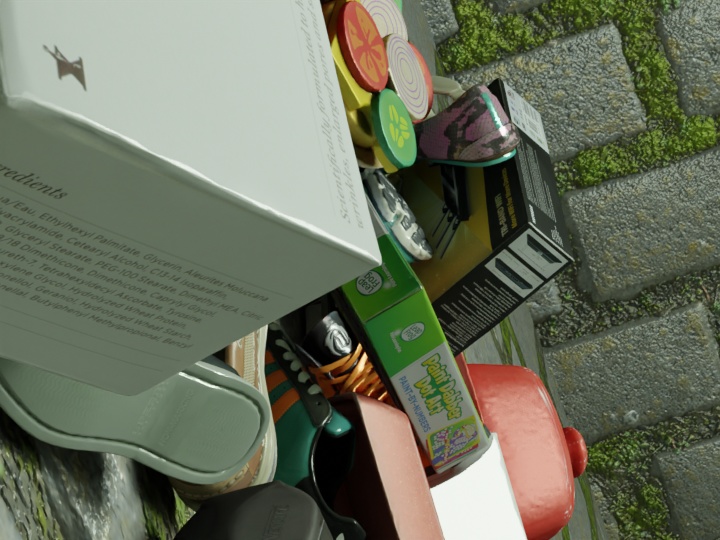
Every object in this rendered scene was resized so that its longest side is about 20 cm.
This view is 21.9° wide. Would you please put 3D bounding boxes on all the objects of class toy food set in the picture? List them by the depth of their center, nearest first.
[{"bbox_3d":[-0.009,-0.162,1.235,0.199,0.048,0.201,58,27,-30],"label":"toy food set"}]

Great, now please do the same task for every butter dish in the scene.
[{"bbox_3d":[0.119,0.161,1.546,0.200,0.147,0.201,127,-48,-64],"label":"butter dish"}]

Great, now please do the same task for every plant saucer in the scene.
[{"bbox_3d":[0.015,0.173,1.153,0.200,0.036,0.201,153,-80,-72],"label":"plant saucer"}]

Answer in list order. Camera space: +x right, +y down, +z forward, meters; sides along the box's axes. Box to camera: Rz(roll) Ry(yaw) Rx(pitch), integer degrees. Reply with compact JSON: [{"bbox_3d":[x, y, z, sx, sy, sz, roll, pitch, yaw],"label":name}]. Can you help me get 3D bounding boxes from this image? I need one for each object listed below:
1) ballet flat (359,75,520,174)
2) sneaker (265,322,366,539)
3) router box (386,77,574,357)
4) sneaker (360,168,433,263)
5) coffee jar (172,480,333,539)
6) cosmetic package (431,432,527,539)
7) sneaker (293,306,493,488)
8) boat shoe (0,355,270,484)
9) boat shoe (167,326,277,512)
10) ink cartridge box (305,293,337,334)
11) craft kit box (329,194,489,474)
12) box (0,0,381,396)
[{"bbox_3d":[0.046,-0.108,1.371,0.200,0.069,0.072,-3,-74,61],"label":"ballet flat"},{"bbox_3d":[-0.042,0.087,1.091,0.071,0.079,0.201,57,18,-56],"label":"sneaker"},{"bbox_3d":[0.073,-0.031,1.385,0.052,0.157,0.201,37,25,-26],"label":"router box"},{"bbox_3d":[-0.006,-0.026,1.352,0.078,0.079,0.200,55,-11,-12],"label":"sneaker"},{"bbox_3d":[-0.033,0.209,0.912,0.104,0.085,0.201,-72,145,-69],"label":"coffee jar"},{"bbox_3d":[0.066,0.228,1.325,0.081,0.113,0.201,-6,77,-35],"label":"cosmetic package"},{"bbox_3d":[0.005,0.084,1.253,0.200,0.077,0.113,0,-60,58],"label":"sneaker"},{"bbox_3d":[-0.117,0.040,0.814,0.060,0.076,0.200,32,-8,37],"label":"boat shoe"},{"bbox_3d":[-0.088,0.025,0.969,0.072,0.075,0.201,49,24,-63],"label":"boat shoe"},{"bbox_3d":[0.005,0.052,1.468,0.201,0.067,0.116,-94,164,-54],"label":"ink cartridge box"},{"bbox_3d":[0.000,0.000,1.138,0.198,0.048,0.200,56,-5,35],"label":"craft kit box"},{"bbox_3d":[-0.114,-0.085,0.678,0.200,0.130,0.200,25,46,-51],"label":"box"}]
